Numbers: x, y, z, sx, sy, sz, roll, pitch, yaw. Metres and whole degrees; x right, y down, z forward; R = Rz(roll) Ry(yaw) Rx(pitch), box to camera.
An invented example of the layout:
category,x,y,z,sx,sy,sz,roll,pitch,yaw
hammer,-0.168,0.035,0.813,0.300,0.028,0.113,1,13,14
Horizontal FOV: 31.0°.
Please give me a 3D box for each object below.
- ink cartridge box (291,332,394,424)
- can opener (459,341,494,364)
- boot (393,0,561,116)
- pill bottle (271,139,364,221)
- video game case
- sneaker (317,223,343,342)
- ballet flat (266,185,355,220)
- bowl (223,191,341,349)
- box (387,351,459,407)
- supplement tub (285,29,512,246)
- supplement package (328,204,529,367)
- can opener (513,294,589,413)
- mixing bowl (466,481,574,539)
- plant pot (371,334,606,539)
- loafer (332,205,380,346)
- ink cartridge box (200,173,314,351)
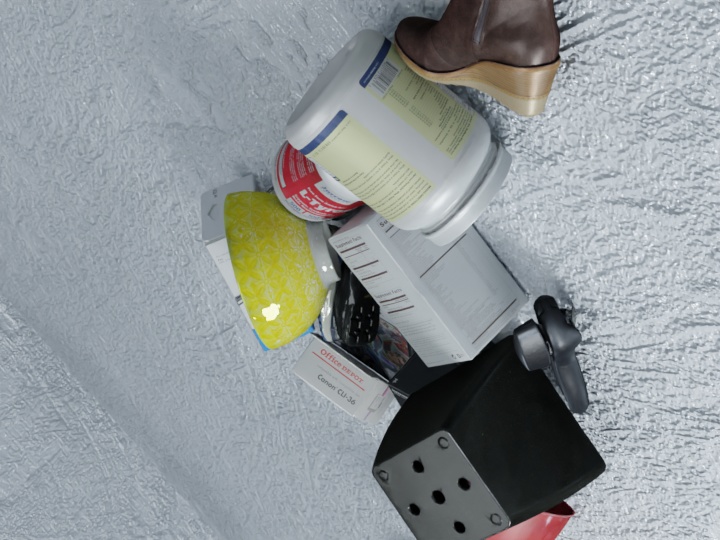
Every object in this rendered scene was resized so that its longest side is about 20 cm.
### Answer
category,x,y,z,sx,sy,sz,roll,pitch,yaw
ink cartridge box,-0.024,0.156,1.854,0.116,0.068,0.200,34,177,17
can opener,0.116,0.078,1.647,0.200,0.079,0.063,35,112,20
boot,0.107,-0.247,1.189,0.200,0.072,0.166,33,139,38
pill bottle,-0.018,-0.127,1.487,0.112,0.112,0.200,51,156,-9
video game case,0.017,0.083,1.855,0.181,0.026,0.200,33,152,28
sneaker,-0.017,0.023,1.733,0.200,0.085,0.077,92,173,-45
ballet flat,-0.071,-0.084,1.692,0.072,0.072,0.200,56,154,-19
bowl,-0.086,-0.013,1.599,0.200,0.108,0.200,-16,-90,-83
box,0.150,0.202,1.747,0.200,0.079,0.141,23,154,41
supplement tub,0.040,-0.132,1.321,0.200,0.145,0.145,38,158,-13
supplement package,0.079,-0.001,1.520,0.200,0.114,0.110,52,154,-9
can opener,0.228,0.098,1.494,0.200,0.079,0.063,57,-162,-51
mixing bowl,0.180,0.341,1.765,0.200,0.108,0.200,19,-176,-1
plant pot,0.134,0.230,1.546,0.199,0.177,0.200,-35,90,39
loafer,0.000,0.000,1.641,0.070,0.068,0.201,47,133,49
ink cartridge box,-0.144,-0.012,1.824,0.146,0.086,0.200,-102,-10,-56
